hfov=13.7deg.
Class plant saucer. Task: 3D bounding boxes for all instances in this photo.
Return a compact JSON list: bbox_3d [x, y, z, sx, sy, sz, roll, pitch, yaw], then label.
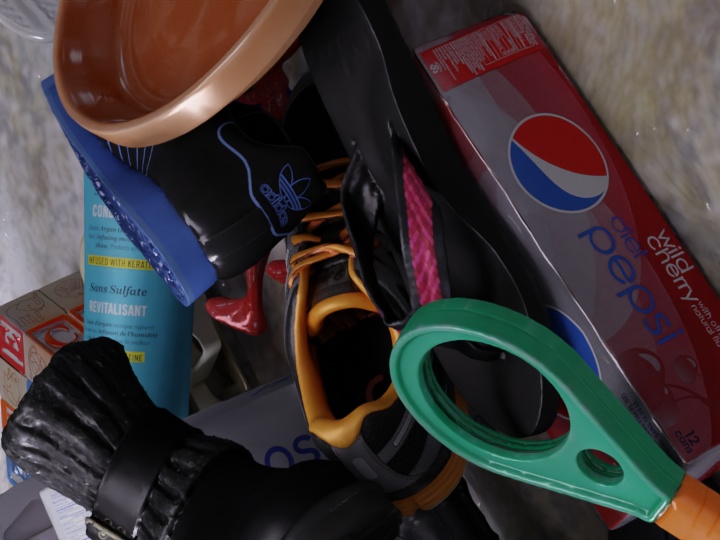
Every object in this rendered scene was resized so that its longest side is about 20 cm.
[{"bbox_3d":[-0.056,-0.141,1.233,0.032,0.201,0.200,29,165,-32],"label":"plant saucer"}]

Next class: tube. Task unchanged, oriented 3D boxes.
[{"bbox_3d":[-0.104,-0.028,1.426,0.077,0.050,0.202,4,96,23],"label":"tube"}]

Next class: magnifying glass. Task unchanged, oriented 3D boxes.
[{"bbox_3d":[0.100,0.077,1.142,0.199,0.022,0.080,31,143,0],"label":"magnifying glass"}]

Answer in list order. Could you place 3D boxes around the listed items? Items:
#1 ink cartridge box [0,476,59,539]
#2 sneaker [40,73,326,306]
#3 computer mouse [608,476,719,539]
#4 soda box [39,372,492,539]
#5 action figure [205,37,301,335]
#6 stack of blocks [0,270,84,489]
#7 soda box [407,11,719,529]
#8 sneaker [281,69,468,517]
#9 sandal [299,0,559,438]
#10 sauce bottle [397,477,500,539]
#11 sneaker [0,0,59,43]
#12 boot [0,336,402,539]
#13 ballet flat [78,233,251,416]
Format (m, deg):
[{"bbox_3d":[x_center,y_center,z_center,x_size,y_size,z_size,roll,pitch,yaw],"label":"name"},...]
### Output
[{"bbox_3d":[-0.180,0.171,1.504,0.084,0.145,0.200,59,150,7],"label":"ink cartridge box"},{"bbox_3d":[-0.076,-0.051,1.281,0.070,0.078,0.200,62,173,-32],"label":"sneaker"},{"bbox_3d":[0.166,0.162,1.210,0.201,0.046,0.140,63,149,3],"label":"computer mouse"},{"bbox_3d":[-0.044,0.087,1.360,0.199,0.068,0.064,-24,92,27],"label":"soda box"},{"bbox_3d":[-0.065,-0.078,1.361,0.099,0.065,0.201,30,135,30],"label":"action figure"},{"bbox_3d":[-0.136,0.117,1.603,0.115,0.058,0.201,33,136,40],"label":"stack of blocks"},{"bbox_3d":[0.082,-0.002,1.204,0.201,0.063,0.070,58,146,12],"label":"soda box"},{"bbox_3d":[0.000,0.000,1.258,0.078,0.077,0.201,-20,66,19],"label":"sneaker"},{"bbox_3d":[0.016,-0.020,1.185,0.075,0.045,0.201,-30,85,56],"label":"sandal"},{"bbox_3d":[0.078,0.178,1.332,0.201,0.064,0.065,58,147,11],"label":"sauce bottle"},{"bbox_3d":[-0.187,-0.196,1.479,0.201,0.077,0.082,59,174,11],"label":"sneaker"},{"bbox_3d":[-0.073,0.087,1.241,0.158,0.079,0.211,47,158,6],"label":"boot"},{"bbox_3d":[-0.081,0.060,1.480,0.069,0.069,0.201,-27,89,58],"label":"ballet flat"}]
